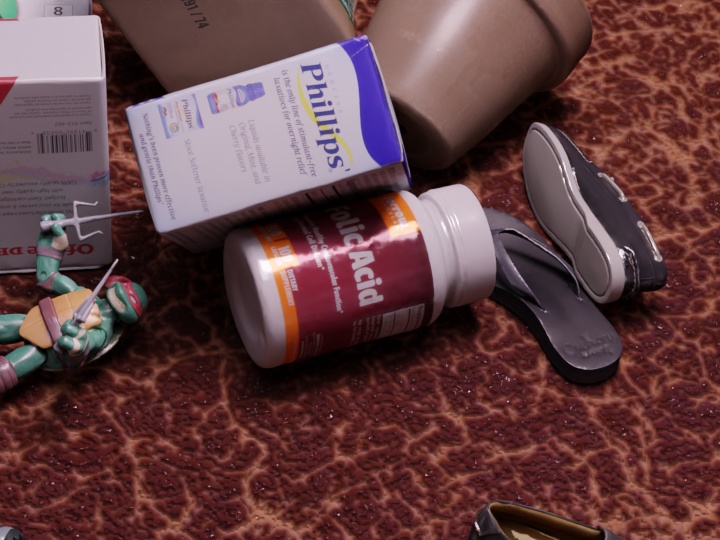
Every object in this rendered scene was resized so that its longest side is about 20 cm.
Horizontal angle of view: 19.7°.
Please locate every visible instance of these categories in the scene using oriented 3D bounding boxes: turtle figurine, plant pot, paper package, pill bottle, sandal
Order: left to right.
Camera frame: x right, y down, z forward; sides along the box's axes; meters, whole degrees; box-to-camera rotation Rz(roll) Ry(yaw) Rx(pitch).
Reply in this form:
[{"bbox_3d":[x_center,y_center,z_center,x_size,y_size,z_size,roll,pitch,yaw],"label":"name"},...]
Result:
[{"bbox_3d":[-0.239,0.038,1.614,0.199,0.101,0.150,-26,37,-7],"label":"turtle figurine"},{"bbox_3d":[-0.122,-0.258,1.794,0.190,0.200,0.104,-17,41,23],"label":"paper package"},{"bbox_3d":[0.000,0.000,1.657,0.199,0.115,0.115,-15,50,-17],"label":"pill bottle"},{"bbox_3d":[0.078,-0.187,1.807,0.199,0.201,0.175,27,67,19],"label":"plant pot"},{"bbox_3d":[0.148,0.008,1.710,0.076,0.043,0.200,-26,54,-26],"label":"sandal"}]

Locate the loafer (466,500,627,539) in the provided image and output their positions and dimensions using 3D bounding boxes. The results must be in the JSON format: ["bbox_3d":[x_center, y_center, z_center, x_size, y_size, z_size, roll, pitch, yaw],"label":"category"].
[{"bbox_3d":[0.171,0.219,1.496,0.198,0.073,0.073,12,46,5],"label":"loafer"}]

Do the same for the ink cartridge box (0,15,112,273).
[{"bbox_3d":[-0.276,-0.099,1.669,0.145,0.201,0.083,-3,44,-8],"label":"ink cartridge box"}]

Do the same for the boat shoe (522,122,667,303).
[{"bbox_3d":[0.195,-0.052,1.751,0.060,0.074,0.200,-5,41,-21],"label":"boat shoe"}]

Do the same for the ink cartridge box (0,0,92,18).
[{"bbox_3d":[-0.329,-0.269,1.928,0.160,0.050,0.201,-1,49,-6],"label":"ink cartridge box"}]

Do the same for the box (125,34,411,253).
[{"bbox_3d":[-0.068,-0.096,1.648,0.199,0.184,0.106,-16,85,2],"label":"box"}]

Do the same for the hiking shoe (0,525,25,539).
[{"bbox_3d":[-0.321,0.241,1.445,0.086,0.075,0.200,21,39,24],"label":"hiking shoe"}]
